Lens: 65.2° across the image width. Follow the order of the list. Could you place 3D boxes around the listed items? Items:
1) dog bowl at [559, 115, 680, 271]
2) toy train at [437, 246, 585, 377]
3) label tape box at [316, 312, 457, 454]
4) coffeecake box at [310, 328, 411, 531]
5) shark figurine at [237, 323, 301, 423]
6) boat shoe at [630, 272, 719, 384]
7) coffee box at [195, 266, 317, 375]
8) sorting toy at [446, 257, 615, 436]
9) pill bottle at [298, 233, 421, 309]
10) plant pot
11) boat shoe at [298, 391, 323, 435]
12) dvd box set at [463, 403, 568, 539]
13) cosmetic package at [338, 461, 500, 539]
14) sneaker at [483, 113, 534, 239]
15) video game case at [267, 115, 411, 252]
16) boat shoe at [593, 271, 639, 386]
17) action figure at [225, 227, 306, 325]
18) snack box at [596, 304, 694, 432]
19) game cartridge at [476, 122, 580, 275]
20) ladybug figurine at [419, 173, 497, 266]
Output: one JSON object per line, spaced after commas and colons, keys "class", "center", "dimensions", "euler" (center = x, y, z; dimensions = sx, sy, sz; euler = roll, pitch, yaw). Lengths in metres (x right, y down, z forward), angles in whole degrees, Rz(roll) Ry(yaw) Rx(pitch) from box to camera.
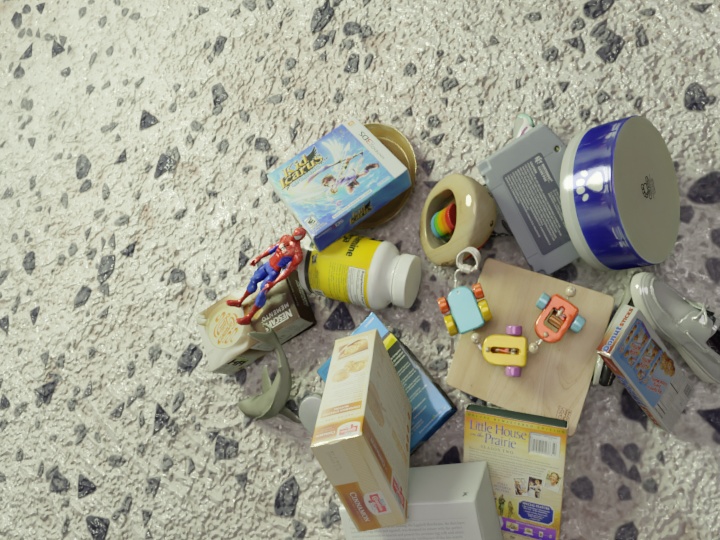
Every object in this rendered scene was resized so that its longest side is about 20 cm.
{"class": "dog bowl", "center": [0.367, -0.105, 0.789], "dimensions": [0.078, 0.195, 0.208], "euler": [-9, 70, 52]}
{"class": "toy train", "center": [0.211, 0.061, 0.813], "dimensions": [0.196, 0.056, 0.154], "euler": [30, 91, 16]}
{"class": "label tape box", "center": [0.042, 0.195, 0.919], "dimensions": [0.144, 0.063, 0.201], "euler": [-44, 66, 7]}
{"class": "coffeecake box", "center": [0.010, 0.208, 0.758], "dimensions": [0.071, 0.157, 0.202], "euler": [-16, 26, 16]}
{"class": "shark figurine", "center": [-0.154, 0.202, 0.943], "dimensions": [0.126, 0.089, 0.219], "euler": [30, 125, 15]}
{"class": "boat shoe", "center": [0.439, 0.074, 0.740], "dimensions": [0.201, 0.068, 0.072], "euler": [49, 60, -7]}
{"class": "coffee box", "center": [-0.190, 0.091, 1.027], "dimensions": [0.196, 0.080, 0.117], "euler": [-30, 68, 12]}
{"class": "sorting toy", "center": [0.255, 0.112, 0.854], "dimensions": [0.193, 0.069, 0.206], "euler": [18, 84, 24]}
{"class": "pill bottle", "center": [0.000, 0.000, 0.958], "dimensions": [0.194, 0.112, 0.116], "euler": [12, 81, 23]}
{"class": "plant pot", "center": [0.013, -0.171, 1.043], "dimensions": [0.193, 0.027, 0.208], "euler": [-6, 74, 20]}
{"class": "boat shoe", "center": [-0.025, 0.284, 0.922], "dimensions": [0.072, 0.066, 0.200], "euler": [-45, 87, 7]}
{"class": "dvd box set", "center": [0.215, 0.303, 0.804], "dimensions": [0.141, 0.029, 0.208], "euler": [4, 100, 23]}
{"class": "cosmetic package", "center": [0.095, 0.393, 0.782], "dimensions": [0.193, 0.122, 0.208], "euler": [-12, 93, 22]}
{"class": "sneaker", "center": [0.229, -0.152, 0.926], "dimensions": [0.135, 0.078, 0.208], "euler": [-7, 74, 18]}
{"class": "video game case", "center": [-0.040, -0.157, 0.975], "dimensions": [0.197, 0.046, 0.182], "euler": [-35, 54, -8]}
{"class": "boat shoe", "center": [0.376, 0.085, 0.780], "dimensions": [0.059, 0.076, 0.200], "euler": [23, 50, 26]}
{"class": "action figure", "center": [-0.153, 0.004, 0.938], "dimensions": [0.201, 0.051, 0.066], "euler": [-48, 59, 18]}
{"class": "snack box", "center": [0.379, 0.133, 0.740], "dimensions": [0.073, 0.200, 0.024], "euler": [-51, 29, -8]}
{"class": "game cartridge", "center": [0.276, -0.105, 0.844], "dimensions": [0.130, 0.041, 0.204], "euler": [-28, 100, 19]}
{"class": "ladybug figurine", "center": [0.154, -0.077, 0.895], "dimensions": [0.069, 0.199, 0.141], "euler": [1, 84, -18]}
